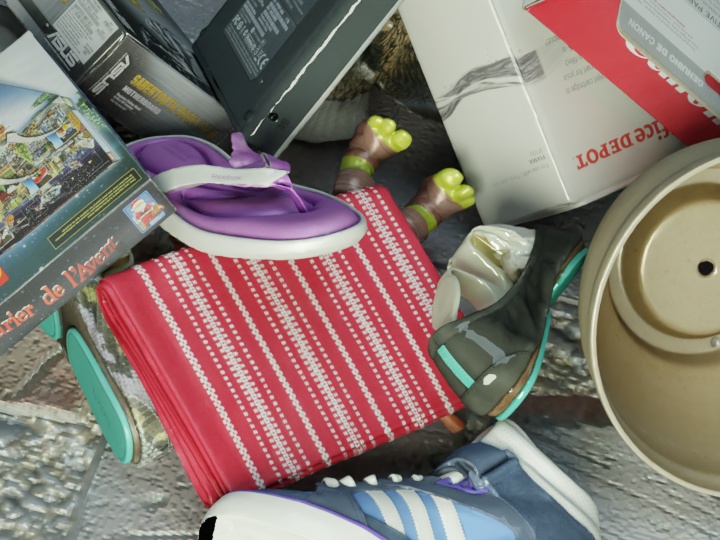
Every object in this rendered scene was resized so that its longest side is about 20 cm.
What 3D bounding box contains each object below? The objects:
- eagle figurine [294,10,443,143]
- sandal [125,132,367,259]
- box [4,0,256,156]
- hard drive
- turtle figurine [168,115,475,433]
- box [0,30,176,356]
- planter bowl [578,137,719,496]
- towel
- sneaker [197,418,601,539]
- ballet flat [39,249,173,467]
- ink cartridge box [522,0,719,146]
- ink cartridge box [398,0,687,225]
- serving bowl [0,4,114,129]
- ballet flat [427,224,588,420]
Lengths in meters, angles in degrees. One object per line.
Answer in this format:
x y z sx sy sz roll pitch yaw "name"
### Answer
0.033 -0.163 1.729 0.200 0.150 0.153 -2 79 -60 "eagle figurine"
-0.076 -0.050 1.480 0.082 0.050 0.202 -23 27 -33 "sandal"
-0.159 -0.153 1.632 0.200 0.048 0.158 51 10 36 "box"
-0.014 -0.176 1.583 0.033 0.200 0.140 32 14 -29 "hard drive"
0.000 0.000 1.562 0.199 0.064 0.162 33 59 5 "turtle figurine"
-0.216 -0.019 1.470 0.200 0.038 0.137 -39 57 -2 "box"
0.208 0.012 1.528 0.199 0.201 0.135 2 15 -12 "planter bowl"
-0.033 0.038 1.469 0.199 0.022 0.145 -20 72 -35 "towel"
0.028 0.129 1.416 0.199 0.081 0.147 19 41 5 "sneaker"
-0.145 0.022 1.497 0.072 0.072 0.201 -18 56 -30 "ballet flat"
0.194 -0.147 1.602 0.200 0.084 0.176 36 51 -32 "ink cartridge box"
0.110 -0.141 1.644 0.146 0.083 0.201 -24 94 -43 "ink cartridge box"
-0.242 -0.102 1.613 0.199 0.066 0.201 7 42 -6 "serving bowl"
0.080 0.012 1.494 0.068 0.068 0.200 37 24 -2 "ballet flat"
